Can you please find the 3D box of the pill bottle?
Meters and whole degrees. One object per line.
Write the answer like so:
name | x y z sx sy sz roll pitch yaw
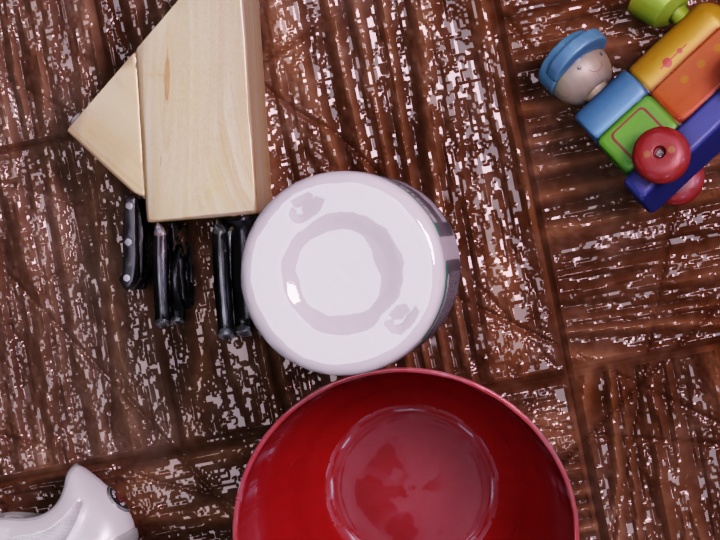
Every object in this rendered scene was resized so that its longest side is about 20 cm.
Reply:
pill bottle | 0.000 0.000 1.260 0.113 0.200 0.113 0 91 6

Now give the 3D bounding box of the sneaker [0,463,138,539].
sneaker | -0.233 0.195 1.357 0.200 0.074 0.089 -34 87 -4

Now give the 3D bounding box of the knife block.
knife block | -0.082 -0.064 1.337 0.176 0.064 0.200 41 95 4

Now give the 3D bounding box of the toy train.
toy train | 0.211 -0.141 1.300 0.200 0.085 0.116 -44 73 5

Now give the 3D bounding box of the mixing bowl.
mixing bowl | 0.029 0.143 1.298 0.200 0.108 0.200 1 101 4
